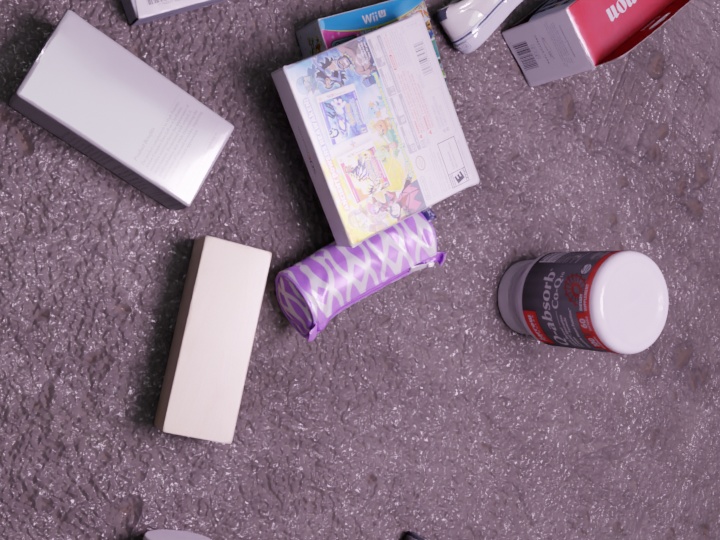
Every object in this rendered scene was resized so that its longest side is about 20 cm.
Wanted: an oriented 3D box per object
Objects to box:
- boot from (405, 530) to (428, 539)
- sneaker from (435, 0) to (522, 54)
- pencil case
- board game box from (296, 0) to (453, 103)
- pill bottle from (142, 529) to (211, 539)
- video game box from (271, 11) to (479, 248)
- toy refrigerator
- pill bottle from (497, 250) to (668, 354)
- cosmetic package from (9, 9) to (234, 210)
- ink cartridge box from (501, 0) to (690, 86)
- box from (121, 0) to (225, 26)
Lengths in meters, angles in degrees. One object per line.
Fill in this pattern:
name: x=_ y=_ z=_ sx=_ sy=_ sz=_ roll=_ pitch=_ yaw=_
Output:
boot: x=0.097 y=0.418 z=1.155 sx=0.132 sy=0.069 sz=0.201 roll=-49 pitch=115 yaw=-24
sneaker: x=0.169 y=-0.358 z=1.185 sx=0.071 sy=0.073 sz=0.201 roll=46 pitch=71 yaw=-23
pencil case: x=0.000 y=0.000 z=1.089 sx=0.198 sy=0.084 sz=0.086 roll=-29 pitch=72 yaw=-23
board game box: x=0.026 y=-0.200 z=1.117 sx=0.146 sy=0.064 sz=0.203 roll=-22 pitch=99 yaw=-26
pill bottle: x=-0.198 y=0.372 z=0.976 sx=0.103 sy=0.104 sz=0.204 roll=10 pitch=86 yaw=-27
video game box: x=0.020 y=-0.153 z=1.054 sx=0.180 sy=0.047 sz=0.203 roll=-27 pitch=102 yaw=-26
toy refrigerator: x=-0.157 y=0.072 z=1.019 sx=0.075 sy=0.070 sz=0.204 roll=13 pitch=83 yaw=-20
pill bottle: x=0.260 y=0.036 z=1.162 sx=0.114 sy=0.199 sz=0.118 roll=0 pitch=90 yaw=-28
cosmetic package: x=-0.238 y=-0.156 z=0.974 sx=0.199 sy=0.074 sz=0.103 roll=35 pitch=75 yaw=-21
ink cartridge box: x=0.308 y=-0.329 z=1.201 sx=0.199 sy=0.175 sz=0.085 roll=-40 pitch=107 yaw=-22
box: x=-0.201 y=-0.376 z=1.010 sx=0.154 sy=0.041 sz=0.203 roll=-23 pitch=102 yaw=-26
